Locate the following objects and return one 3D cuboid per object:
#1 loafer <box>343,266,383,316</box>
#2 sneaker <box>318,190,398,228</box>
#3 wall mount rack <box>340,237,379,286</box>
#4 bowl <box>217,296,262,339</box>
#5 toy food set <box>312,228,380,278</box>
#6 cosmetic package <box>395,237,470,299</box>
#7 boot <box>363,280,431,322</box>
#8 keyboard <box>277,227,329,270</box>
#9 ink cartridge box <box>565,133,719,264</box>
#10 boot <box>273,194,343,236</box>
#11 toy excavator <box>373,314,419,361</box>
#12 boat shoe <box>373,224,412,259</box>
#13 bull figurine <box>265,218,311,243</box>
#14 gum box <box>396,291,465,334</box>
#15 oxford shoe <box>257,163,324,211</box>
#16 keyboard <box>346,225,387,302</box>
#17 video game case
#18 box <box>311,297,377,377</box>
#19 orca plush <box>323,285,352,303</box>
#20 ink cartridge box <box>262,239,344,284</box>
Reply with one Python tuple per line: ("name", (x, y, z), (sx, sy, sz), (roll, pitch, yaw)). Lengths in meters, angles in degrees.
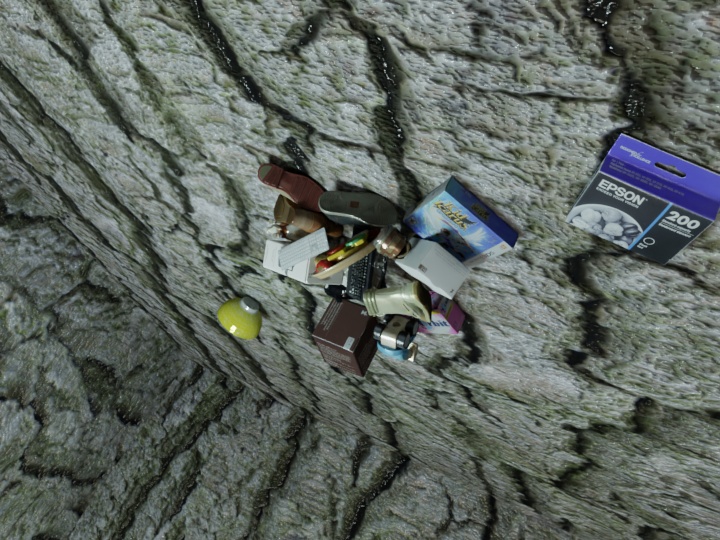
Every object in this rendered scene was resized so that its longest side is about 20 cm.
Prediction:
("loafer", (0.020, 0.033, 1.468), (0.072, 0.063, 0.202), (-39, 78, 30))
("sneaker", (0.000, -0.143, 1.325), (0.196, 0.076, 0.106), (15, 170, 10))
("wall mount rack", (0.000, 0.000, 1.541), (0.197, 0.075, 0.175), (18, 152, 22))
("bowl", (-0.480, 0.175, 2.231), (0.199, 0.201, 0.108), (35, 109, -8))
("toy food set", (-0.036, -0.045, 1.314), (0.195, 0.200, 0.049), (-28, 97, 14))
("cosmetic package", (0.164, -0.010, 1.261), (0.112, 0.082, 0.200), (37, 178, -14))
("boot", (0.100, 0.088, 1.381), (0.152, 0.074, 0.200), (-8, 156, 18))
("keyboard", (-0.151, -0.053, 1.404), (0.011, 0.058, 0.198), (2, 163, -45))
("ink cartridge box", (0.480, -0.112, 0.911), (0.195, 0.044, 0.201), (26, 151, 10))
("boot", (-0.141, -0.148, 1.445), (0.153, 0.078, 0.199), (14, -172, -32))
("toy excavator", (0.116, 0.217, 1.581), (0.098, 0.194, 0.204), (15, 124, 24))
("boat shoe", (0.082, -0.056, 1.269), (0.071, 0.076, 0.200), (37, -171, 9))
("bull figurine", (-0.194, -0.111, 1.529), (0.196, 0.067, 0.121), (12, -170, 17))
("gum box", (0.187, 0.121, 1.549), (0.198, 0.067, 0.114), (-5, 136, 49))
("oxford shoe", (-0.168, -0.213, 1.385), (0.198, 0.071, 0.075), (31, 179, -3))
("keyboard", (0.020, -0.015, 1.411), (0.125, 0.020, 0.204), (15, 107, 29))
("video game case", (0.217, -0.094, 1.196), (0.199, 0.046, 0.181), (37, 151, -11))
("box", (-0.040, 0.229, 1.842), (0.162, 0.167, 0.202), (18, 150, 24))
("orca plush", (-0.044, 0.085, 1.714), (0.197, 0.072, 0.106), (19, 150, 22))
("ink cartridge box", (-0.157, -0.025, 1.518), (0.198, 0.086, 0.144), (18, -170, 42))
